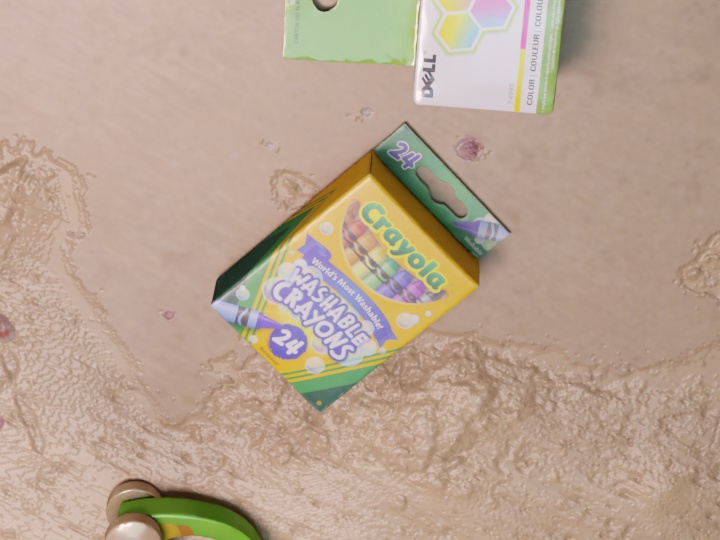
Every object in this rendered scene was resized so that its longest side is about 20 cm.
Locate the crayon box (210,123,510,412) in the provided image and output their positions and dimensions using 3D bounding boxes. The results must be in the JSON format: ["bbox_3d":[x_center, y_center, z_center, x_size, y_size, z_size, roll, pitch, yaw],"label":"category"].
[{"bbox_3d":[0.000,0.000,1.794,0.200,0.052,0.126,-39,108,19],"label":"crayon box"}]

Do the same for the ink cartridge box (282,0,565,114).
[{"bbox_3d":[0.045,-0.198,1.683,0.199,0.076,0.148,4,116,0],"label":"ink cartridge box"}]

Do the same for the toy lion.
[{"bbox_3d":[-0.127,0.282,1.935,0.191,0.069,0.201,8,115,-8],"label":"toy lion"}]
